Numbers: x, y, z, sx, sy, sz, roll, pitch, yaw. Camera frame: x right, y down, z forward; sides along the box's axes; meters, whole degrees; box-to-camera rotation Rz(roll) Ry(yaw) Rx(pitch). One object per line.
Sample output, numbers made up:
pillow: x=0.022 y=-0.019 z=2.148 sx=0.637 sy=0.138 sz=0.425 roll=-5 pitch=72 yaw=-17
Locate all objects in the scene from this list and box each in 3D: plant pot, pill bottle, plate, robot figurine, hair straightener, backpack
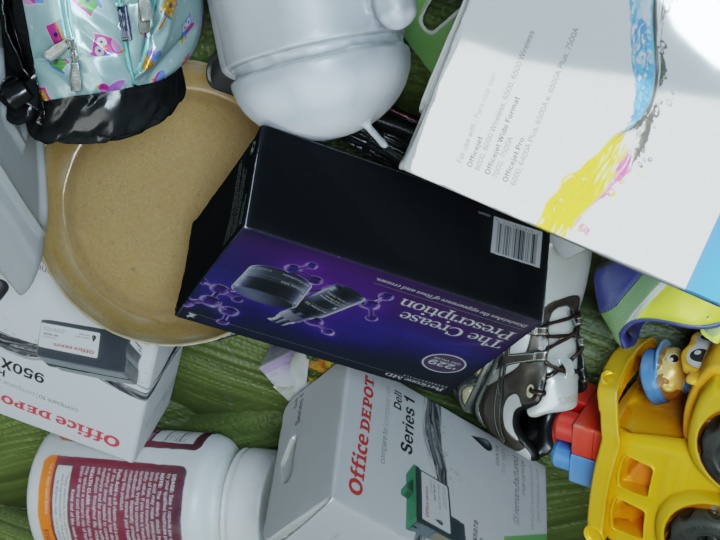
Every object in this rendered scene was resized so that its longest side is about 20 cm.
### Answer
plant pot: x=-0.129 y=-0.047 z=1.021 sx=0.200 sy=0.027 sz=0.201 roll=0 pitch=87 yaw=4
pill bottle: x=-0.161 y=0.188 z=1.201 sx=0.200 sy=0.114 sz=0.114 roll=3 pitch=125 yaw=16
plate: x=-0.236 y=-0.109 z=0.934 sx=0.032 sy=0.200 sz=0.200 roll=-9 pitch=159 yaw=0
robot figurine: x=-0.034 y=-0.166 z=0.890 sx=0.169 sy=0.113 sz=0.200 roll=-10 pitch=94 yaw=49
hair straightener: x=-0.014 y=-0.096 z=0.978 sx=0.200 sy=0.077 sz=0.041 roll=29 pitch=126 yaw=-3
backpack: x=-0.163 y=-0.192 z=0.916 sx=0.126 sy=0.167 sz=0.200 roll=-3 pitch=108 yaw=-2

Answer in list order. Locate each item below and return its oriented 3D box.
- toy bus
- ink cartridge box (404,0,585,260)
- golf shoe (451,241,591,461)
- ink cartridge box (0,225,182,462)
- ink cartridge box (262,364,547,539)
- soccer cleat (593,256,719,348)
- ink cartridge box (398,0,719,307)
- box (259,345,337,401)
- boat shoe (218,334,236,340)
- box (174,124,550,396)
toy bus: x=0.220 y=0.111 z=1.030 sx=0.192 sy=0.136 sz=0.200 roll=20 pitch=127 yaw=24
ink cartridge box: x=0.115 y=-0.114 z=0.904 sx=0.200 sy=0.059 sz=0.104 roll=54 pitch=147 yaw=-3
golf shoe: x=0.132 y=0.046 z=1.010 sx=0.078 sy=0.095 sz=0.200 roll=-14 pitch=137 yaw=-27
ink cartridge box: x=-0.212 y=0.035 z=1.128 sx=0.144 sy=0.084 sz=0.200 roll=20 pitch=128 yaw=4
ink cartridge box: x=0.038 y=0.175 z=1.083 sx=0.200 sy=0.146 sz=0.084 roll=31 pitch=128 yaw=-22
soccer cleat: x=0.249 y=0.002 z=0.955 sx=0.200 sy=0.065 sz=0.084 roll=-17 pitch=82 yaw=33
ink cartridge box: x=0.146 y=-0.090 z=0.768 sx=0.200 sy=0.147 sz=0.145 roll=23 pitch=107 yaw=7
box: x=0.011 y=0.039 z=1.088 sx=0.200 sy=0.041 sz=0.039 roll=-29 pitch=113 yaw=31
boat shoe: x=-0.041 y=0.009 z=1.063 sx=0.201 sy=0.072 sz=0.061 roll=-29 pitch=113 yaw=30
box: x=0.000 y=0.000 z=0.933 sx=0.200 sy=0.079 sz=0.141 roll=17 pitch=152 yaw=-17
